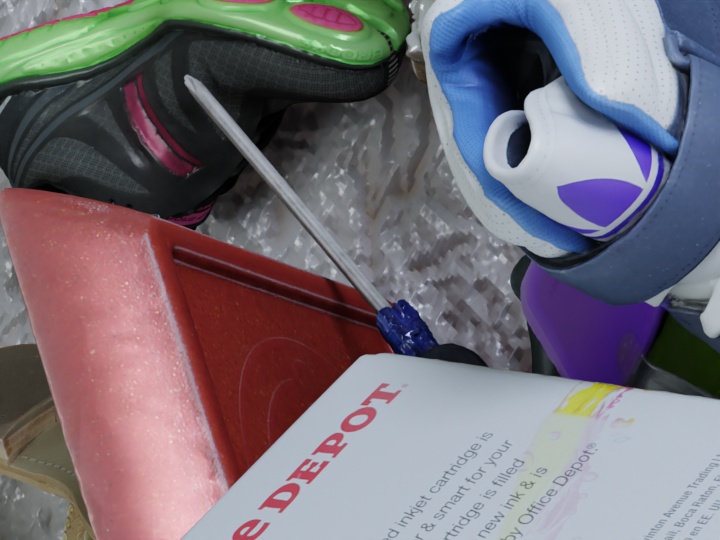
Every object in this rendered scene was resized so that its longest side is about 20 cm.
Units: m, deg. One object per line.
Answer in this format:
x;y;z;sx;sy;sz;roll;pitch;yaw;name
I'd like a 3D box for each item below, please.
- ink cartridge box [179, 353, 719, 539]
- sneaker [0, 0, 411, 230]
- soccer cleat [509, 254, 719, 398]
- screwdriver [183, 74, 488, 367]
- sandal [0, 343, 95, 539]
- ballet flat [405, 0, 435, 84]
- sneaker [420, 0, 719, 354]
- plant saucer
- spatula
0.055;0.124;0.680;0.200;0.145;0.145;8;129;41;ink cartridge box
-0.054;-0.056;0.985;0.200;0.077;0.084;-9;100;46;sneaker
0.088;-0.008;0.839;0.081;0.067;0.200;39;117;39;soccer cleat
0.000;0.000;0.876;0.200;0.028;0.029;53;144;27;screwdriver
-0.072;0.088;1.005;0.212;0.078;0.070;23;135;49;sandal
0.081;-0.138;0.859;0.200;0.072;0.072;-50;56;23;ballet flat
0.091;0.001;0.689;0.081;0.146;0.200;-51;59;30;sneaker
-0.013;0.074;0.852;0.037;0.200;0.200;-27;69;20;plant saucer
0.103;0.049;0.766;0.200;0.021;0.057;47;132;33;spatula
